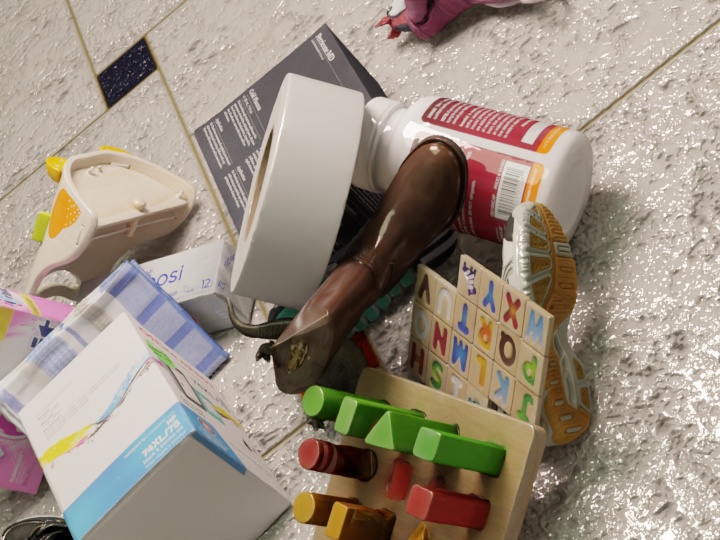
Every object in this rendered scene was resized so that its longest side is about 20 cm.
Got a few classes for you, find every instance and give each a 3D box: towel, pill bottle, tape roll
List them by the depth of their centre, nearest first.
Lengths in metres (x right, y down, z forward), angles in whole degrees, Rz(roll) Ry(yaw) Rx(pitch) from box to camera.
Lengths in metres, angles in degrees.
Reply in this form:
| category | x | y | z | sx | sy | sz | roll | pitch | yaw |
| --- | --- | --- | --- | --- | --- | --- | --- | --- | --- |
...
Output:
| category | x | y | z | sx | sy | sz | roll | pitch | yaw |
| --- | --- | --- | --- | --- | --- | --- | --- | --- | --- |
| tape roll | -0.057 | -0.069 | 1.412 | 0.202 | 0.071 | 0.203 | -166 | 90 | -82 |
| pill bottle | 0.095 | -0.090 | 1.422 | 0.199 | 0.113 | 0.113 | 18 | 68 | 23 |
| towel | -0.248 | 0.105 | 1.584 | 0.200 | 0.147 | 0.024 | -44 | 10 | -1 |

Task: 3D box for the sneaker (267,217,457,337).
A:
| category | x | y | z | sx | sy | sz | roll | pitch | yaw |
| --- | --- | --- | --- | --- | --- | --- | --- | --- | --- |
| sneaker | 0.000 | 0.000 | 1.524 | 0.200 | 0.075 | 0.088 | -31 | 25 | 6 |

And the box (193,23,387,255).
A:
| category | x | y | z | sx | sy | sz | roll | pitch | yaw |
| --- | --- | --- | --- | --- | --- | --- | --- | --- | --- |
| box | -0.048 | -0.115 | 1.618 | 0.182 | 0.104 | 0.200 | -39 | 41 | 10 |

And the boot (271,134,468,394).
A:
| category | x | y | z | sx | sy | sz | roll | pitch | yaw |
| --- | --- | --- | --- | --- | --- | --- | --- | --- | --- |
| boot | 0.004 | -0.002 | 1.323 | 0.200 | 0.064 | 0.187 | -45 | -15 | -50 |

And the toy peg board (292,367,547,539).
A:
| category | x | y | z | sx | sy | sz | roll | pitch | yaw |
| --- | --- | --- | --- | --- | --- | --- | --- | --- | --- |
| toy peg board | 0.018 | 0.188 | 1.267 | 0.200 | 0.098 | 0.200 | 16 | 89 | 47 |

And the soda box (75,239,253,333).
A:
| category | x | y | z | sx | sy | sz | roll | pitch | yaw |
| --- | --- | --- | --- | --- | --- | --- | --- | --- | --- |
| soda box | -0.203 | 0.032 | 1.660 | 0.200 | 0.063 | 0.068 | -16 | 50 | 31 |

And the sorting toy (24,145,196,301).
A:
| category | x | y | z | sx | sy | sz | roll | pitch | yaw |
| --- | --- | --- | --- | --- | --- | --- | --- | --- | --- |
| sorting toy | -0.298 | -0.028 | 1.716 | 0.107 | 0.200 | 0.180 | 37 | 113 | 15 |

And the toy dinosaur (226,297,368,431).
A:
| category | x | y | z | sx | sy | sz | roll | pitch | yaw |
| --- | --- | --- | --- | --- | --- | --- | --- | --- | --- |
| toy dinosaur | -0.030 | 0.081 | 1.422 | 0.077 | 0.200 | 0.102 | -43 | 7 | -40 |

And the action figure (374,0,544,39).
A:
| category | x | y | z | sx | sy | sz | roll | pitch | yaw |
| --- | --- | --- | --- | --- | --- | --- | --- | --- | --- |
| action figure | 0.104 | -0.290 | 1.666 | 0.200 | 0.134 | 0.149 | -36 | 82 | 30 |

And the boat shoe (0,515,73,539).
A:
| category | x | y | z | sx | sy | sz | roll | pitch | yaw |
| --- | --- | --- | --- | --- | --- | --- | --- | --- | --- |
| boat shoe | -0.287 | 0.267 | 1.543 | 0.200 | 0.057 | 0.069 | 5 | 61 | 42 |

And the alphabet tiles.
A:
| category | x | y | z | sx | sy | sz | roll | pitch | yaw |
| --- | --- | --- | --- | --- | --- | --- | --- | --- | --- |
| alphabet tiles | 0.092 | 0.076 | 1.321 | 0.200 | 0.008 | 0.168 | 38 | 129 | 54 |

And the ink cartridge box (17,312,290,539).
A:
| category | x | y | z | sx | sy | sz | roll | pitch | yaw |
| --- | --- | --- | --- | --- | --- | --- | --- | --- | --- |
| ink cartridge box | -0.192 | 0.171 | 1.471 | 0.146 | 0.147 | 0.200 | -44 | 41 | 3 |

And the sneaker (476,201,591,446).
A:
| category | x | y | z | sx | sy | sz | roll | pitch | yaw |
| --- | --- | --- | --- | --- | --- | --- | --- | --- | --- |
| sneaker | 0.128 | 0.045 | 1.317 | 0.088 | 0.076 | 0.201 | -14 | 74 | 43 |

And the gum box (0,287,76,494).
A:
| category | x | y | z | sx | sy | sz | roll | pitch | yaw |
| --- | --- | --- | --- | --- | --- | --- | --- | --- | --- |
| gum box | -0.357 | 0.125 | 1.626 | 0.066 | 0.113 | 0.201 | 39 | 110 | 57 |
